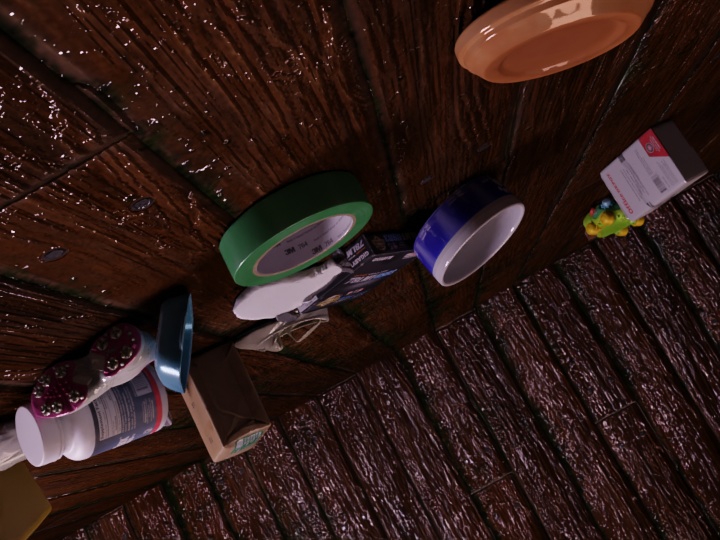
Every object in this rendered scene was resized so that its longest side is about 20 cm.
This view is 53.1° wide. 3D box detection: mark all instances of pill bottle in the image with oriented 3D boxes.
[{"bbox_3d":[-0.409,0.220,1.102,0.199,0.120,0.119,-15,161,-47],"label":"pill bottle"}]

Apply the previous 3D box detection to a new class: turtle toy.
[{"bbox_3d":[0.760,-0.162,2.213,0.144,0.102,0.200,1,160,-19],"label":"turtle toy"}]

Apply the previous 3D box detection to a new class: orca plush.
[{"bbox_3d":[-0.109,0.006,1.114,0.200,0.071,0.105,-38,121,19],"label":"orca plush"}]

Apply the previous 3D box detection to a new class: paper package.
[{"bbox_3d":[-0.270,0.262,1.409,0.103,0.192,0.200,-23,165,-25],"label":"paper package"}]

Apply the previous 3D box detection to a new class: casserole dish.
[{"bbox_3d":[-0.261,0.104,1.012,0.038,0.122,0.200,5,160,-10],"label":"casserole dish"}]

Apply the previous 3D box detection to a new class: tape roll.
[{"bbox_3d":[-0.081,-0.051,0.922,0.199,0.048,0.201,-27,167,-7],"label":"tape roll"}]

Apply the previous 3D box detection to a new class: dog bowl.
[{"bbox_3d":[0.192,-0.070,1.275,0.199,0.079,0.201,-35,159,-16],"label":"dog bowl"}]

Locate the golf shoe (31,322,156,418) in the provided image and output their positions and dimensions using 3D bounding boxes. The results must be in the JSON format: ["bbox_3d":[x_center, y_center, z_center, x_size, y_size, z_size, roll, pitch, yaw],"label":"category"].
[{"bbox_3d":[-0.365,0.148,1.005,0.199,0.076,0.091,-30,161,11],"label":"golf shoe"}]

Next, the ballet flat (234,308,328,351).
[{"bbox_3d":[-0.149,0.118,1.398,0.199,0.070,0.069,-28,168,-2],"label":"ballet flat"}]

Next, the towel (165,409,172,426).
[{"bbox_3d":[-0.430,0.261,1.300,0.164,0.086,0.200,-25,167,-14],"label":"towel"}]

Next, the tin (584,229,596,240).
[{"bbox_3d":[0.878,-0.157,2.647,0.112,0.042,0.200,-36,167,10],"label":"tin"}]

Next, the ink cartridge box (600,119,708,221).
[{"bbox_3d":[0.671,-0.226,1.663,0.083,0.145,0.200,-22,166,-25],"label":"ink cartridge box"}]

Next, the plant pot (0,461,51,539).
[{"bbox_3d":[-0.647,0.412,1.205,0.200,0.201,0.176,-38,175,37],"label":"plant pot"}]

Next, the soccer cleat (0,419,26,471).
[{"bbox_3d":[-0.526,0.264,1.117,0.199,0.069,0.078,-3,124,-52],"label":"soccer cleat"}]

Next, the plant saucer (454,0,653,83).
[{"bbox_3d":[0.193,-0.233,0.709,0.198,0.038,0.200,-15,177,-1],"label":"plant saucer"}]

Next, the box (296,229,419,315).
[{"bbox_3d":[0.000,0.000,1.308,0.198,0.050,0.199,-35,167,30],"label":"box"}]
